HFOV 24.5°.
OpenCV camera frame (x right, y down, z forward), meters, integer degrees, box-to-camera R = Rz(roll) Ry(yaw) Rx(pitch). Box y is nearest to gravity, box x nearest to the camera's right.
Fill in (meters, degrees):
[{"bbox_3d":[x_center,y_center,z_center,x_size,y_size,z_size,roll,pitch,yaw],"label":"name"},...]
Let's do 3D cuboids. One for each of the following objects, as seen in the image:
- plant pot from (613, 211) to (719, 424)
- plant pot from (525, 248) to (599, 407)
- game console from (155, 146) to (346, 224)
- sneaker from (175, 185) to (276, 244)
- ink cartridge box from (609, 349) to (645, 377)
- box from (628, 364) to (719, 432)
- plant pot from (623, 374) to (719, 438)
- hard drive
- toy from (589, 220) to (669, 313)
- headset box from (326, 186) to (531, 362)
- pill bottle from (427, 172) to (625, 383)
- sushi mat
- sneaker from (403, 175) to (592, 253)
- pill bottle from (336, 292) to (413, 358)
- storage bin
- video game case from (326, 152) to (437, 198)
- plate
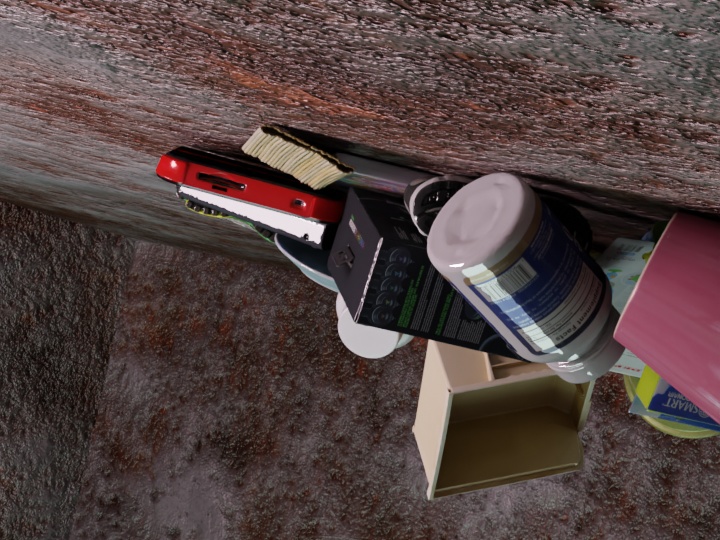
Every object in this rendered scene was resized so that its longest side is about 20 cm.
[{"bbox_3d":[0.330,0.043,1.455,0.178,0.201,0.200,28,180,12],"label":"plant pot"},{"bbox_3d":[0.178,0.038,1.965,0.183,0.201,0.200,28,-176,24],"label":"plant pot"},{"bbox_3d":[-0.112,-0.092,1.763,0.199,0.031,0.177,16,-174,-1],"label":"game console"},{"bbox_3d":[-0.122,-0.084,1.983,0.199,0.078,0.085,22,-177,-4],"label":"sneaker"},{"bbox_3d":[0.340,0.050,1.799,0.145,0.085,0.200,13,158,-12],"label":"ink cartridge box"},{"bbox_3d":[0.363,0.078,1.680,0.121,0.201,0.048,13,-159,-13],"label":"box"},{"bbox_3d":[0.406,0.090,2.089,0.199,0.201,0.190,11,164,27],"label":"plant pot"},{"bbox_3d":[-0.084,-0.069,1.832,0.199,0.033,0.139,20,-166,29],"label":"hard drive"},{"bbox_3d":[0.257,0.002,1.629,0.114,0.047,0.200,5,156,-19],"label":"toy"},{"bbox_3d":[0.071,0.000,1.644,0.199,0.093,0.174,13,-163,-16],"label":"headset box"},{"bbox_3d":[0.159,0.013,1.501,0.111,0.111,0.200,8,150,51],"label":"pill bottle"},{"bbox_3d":[-0.063,-0.107,1.592,0.095,0.012,0.200,27,175,-7],"label":"sushi mat"},{"bbox_3d":[0.132,-0.051,1.575,0.199,0.074,0.079,17,-170,-20],"label":"sneaker"},{"bbox_3d":[0.036,0.024,2.051,0.109,0.110,0.200,12,-149,11],"label":"pill bottle"},{"bbox_3d":[0.165,0.139,1.789,0.197,0.094,0.201,-9,141,-12],"label":"storage bin"},{"bbox_3d":[0.025,-0.089,1.688,0.142,0.018,0.200,13,177,-11],"label":"video game case"},{"bbox_3d":[0.000,0.000,1.788,0.199,0.026,0.200,17,-164,-5],"label":"plate"}]
